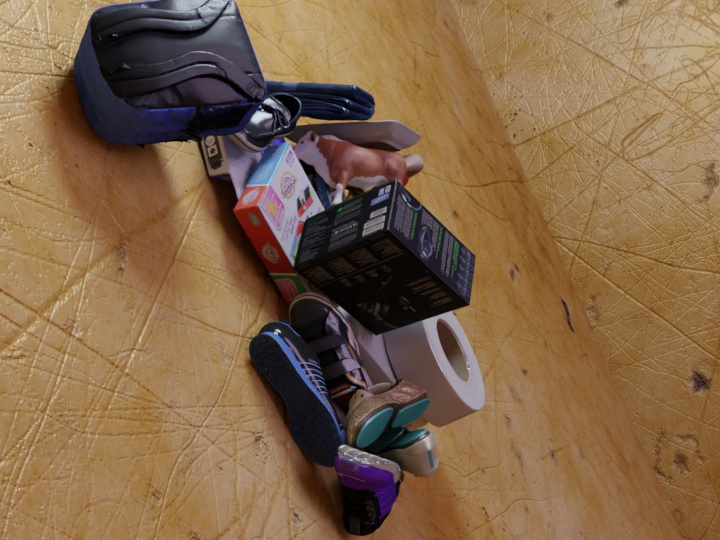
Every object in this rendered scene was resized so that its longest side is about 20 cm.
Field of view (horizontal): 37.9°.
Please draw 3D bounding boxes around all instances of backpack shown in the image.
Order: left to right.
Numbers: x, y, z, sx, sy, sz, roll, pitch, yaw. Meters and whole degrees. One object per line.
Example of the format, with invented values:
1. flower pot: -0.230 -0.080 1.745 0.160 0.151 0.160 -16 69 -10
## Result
1. backpack: -0.240 -0.224 1.259 0.199 0.168 0.163 -12 71 -36

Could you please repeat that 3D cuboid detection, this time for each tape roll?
1. tape roll: 0.115 0.137 1.620 0.203 0.071 0.203 52 21 -30

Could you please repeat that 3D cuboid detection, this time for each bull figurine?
1. bull figurine: -0.013 -0.152 1.647 0.199 0.065 0.122 4 79 -26

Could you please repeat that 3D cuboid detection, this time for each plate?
1. plate: -0.014 -0.217 1.746 0.200 0.199 0.032 1 87 -74

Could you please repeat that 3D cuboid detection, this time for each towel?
1. towel: -0.083 -0.263 1.644 0.112 0.199 0.049 5 92 -68

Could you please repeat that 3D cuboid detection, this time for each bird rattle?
1. bird rattle: 0.033 -0.168 1.809 0.163 0.200 0.113 -22 78 -29

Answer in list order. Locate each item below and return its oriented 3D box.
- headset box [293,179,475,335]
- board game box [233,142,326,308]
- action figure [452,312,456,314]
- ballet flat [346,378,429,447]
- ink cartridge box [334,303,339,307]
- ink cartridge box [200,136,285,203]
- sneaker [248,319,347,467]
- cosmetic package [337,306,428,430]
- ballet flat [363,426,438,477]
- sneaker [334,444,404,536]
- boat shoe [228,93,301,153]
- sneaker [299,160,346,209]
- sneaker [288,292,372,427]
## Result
1. headset box: 0.040 -0.008 1.461 0.200 0.174 0.093 40 45 -33
2. board game box: -0.096 -0.057 1.491 0.200 0.040 0.153 62 31 -32
3. action figure: 0.124 0.069 1.858 0.119 0.201 0.102 30 -7 -17
4. ballet flat: 0.021 0.187 1.407 0.065 0.071 0.200 36 19 22
5. ink cartridge box: 0.000 0.000 1.717 0.104 0.059 0.200 54 23 -25
6. ink cartridge box: -0.161 -0.161 1.535 0.198 0.043 0.201 19 51 -61
7. sneaker: -0.068 0.154 1.360 0.201 0.070 0.078 62 25 -7
8. cosmetic package: 0.023 0.149 1.585 0.200 0.071 0.102 51 24 -31
9. ballet flat: 0.058 0.253 1.447 0.070 0.069 0.200 63 -16 -4
10. sneaker: 0.006 0.289 1.341 0.200 0.069 0.100 53 55 -65
11. boat shoe: -0.137 -0.214 1.480 0.075 0.062 0.200 43 24 4
12. sneaker: -0.067 -0.110 1.687 0.089 0.078 0.201 13 55 -40
13. sneaker: -0.038 0.126 1.453 0.201 0.078 0.079 60 15 -15
